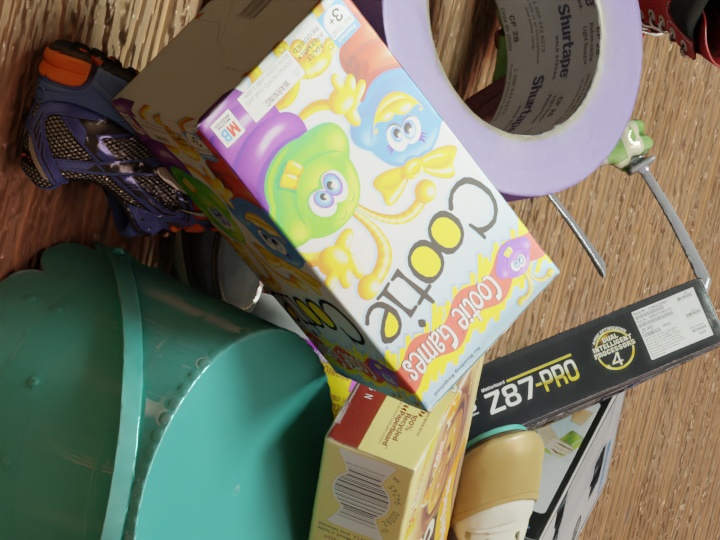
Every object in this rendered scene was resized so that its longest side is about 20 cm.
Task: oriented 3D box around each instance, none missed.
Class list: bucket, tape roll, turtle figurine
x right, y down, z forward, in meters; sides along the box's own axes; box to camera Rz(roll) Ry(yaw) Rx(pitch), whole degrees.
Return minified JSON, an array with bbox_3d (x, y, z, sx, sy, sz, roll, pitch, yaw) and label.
[{"bbox_3d":[-0.117,0.098,1.505,0.207,0.134,0.208,-32,129,-49],"label":"bucket"},{"bbox_3d":[0.063,-0.136,1.648,0.200,0.085,0.201,7,80,-40],"label":"tape roll"},{"bbox_3d":[0.133,-0.093,1.806,0.144,0.199,0.195,27,75,-87],"label":"turtle figurine"}]

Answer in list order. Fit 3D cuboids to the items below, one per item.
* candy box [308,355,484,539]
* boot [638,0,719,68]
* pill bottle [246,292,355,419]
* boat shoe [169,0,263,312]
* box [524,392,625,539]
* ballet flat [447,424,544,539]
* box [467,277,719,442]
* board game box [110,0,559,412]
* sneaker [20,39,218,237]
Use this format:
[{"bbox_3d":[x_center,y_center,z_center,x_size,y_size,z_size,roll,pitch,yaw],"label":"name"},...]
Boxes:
[{"bbox_3d":[0.014,0.130,1.569,0.116,0.055,0.200,-58,164,-45],"label":"candy box"},{"bbox_3d":[0.186,-0.158,1.815,0.072,0.145,0.200,-1,145,-24],"label":"boot"},{"bbox_3d":[-0.052,0.120,1.654,0.104,0.104,0.201,21,87,-60],"label":"pill bottle"},{"bbox_3d":[-0.055,-0.066,1.583,0.074,0.073,0.201,-17,119,-54],"label":"boat shoe"},{"bbox_3d":[0.116,0.154,1.929,0.200,0.060,0.117,-55,159,-49],"label":"box"},{"bbox_3d":[0.069,0.150,1.687,0.068,0.063,0.200,-13,161,-19],"label":"ballet flat"},{"bbox_3d":[0.108,0.070,1.734,0.200,0.049,0.161,-22,173,-10],"label":"box"},{"bbox_3d":[-0.012,-0.041,1.438,0.103,0.105,0.200,-46,117,-13],"label":"board game box"},{"bbox_3d":[-0.096,-0.049,1.498,0.200,0.075,0.079,27,96,-29],"label":"sneaker"}]
